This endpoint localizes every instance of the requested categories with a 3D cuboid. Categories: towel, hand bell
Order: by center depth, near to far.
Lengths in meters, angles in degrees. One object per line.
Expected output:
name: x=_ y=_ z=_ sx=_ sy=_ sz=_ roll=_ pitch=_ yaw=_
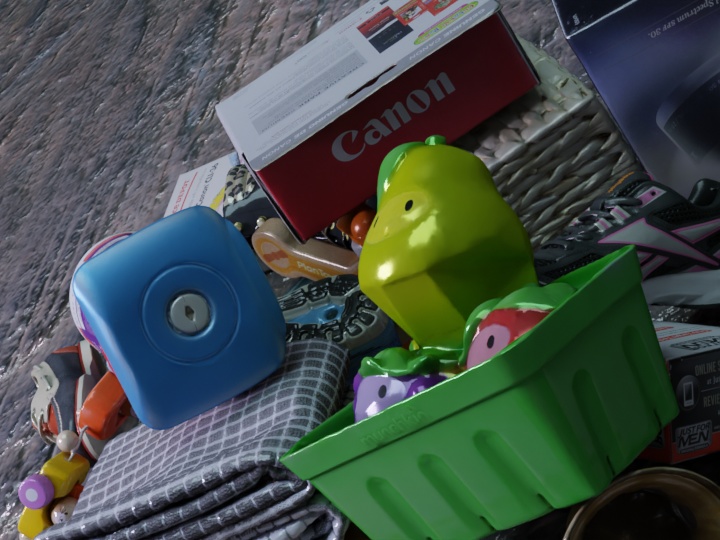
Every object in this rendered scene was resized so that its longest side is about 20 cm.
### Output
hand bell: x=0.130 y=0.134 z=0.951 sx=0.104 sy=0.104 sz=0.200 roll=-38 pitch=14 yaw=-3
towel: x=-0.095 y=0.132 z=1.043 sx=0.199 sy=0.086 sz=0.166 roll=-26 pitch=19 yaw=16

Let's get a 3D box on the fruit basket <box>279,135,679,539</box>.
fruit basket: x=0.049 y=0.032 z=0.910 sx=0.215 sy=0.216 sz=0.155 roll=-9 pitch=18 yaw=42

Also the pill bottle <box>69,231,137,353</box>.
pill bottle: x=-0.160 y=0.031 z=1.365 sx=0.111 sy=0.112 sz=0.200 roll=-43 pitch=20 yaw=-13

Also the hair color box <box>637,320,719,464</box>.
hair color box: x=0.140 y=0.064 z=0.998 sx=0.101 sy=0.062 sz=0.200 roll=-8 pitch=7 yaw=-37

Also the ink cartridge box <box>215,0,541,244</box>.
ink cartridge box: x=0.012 y=-0.116 z=1.166 sx=0.200 sy=0.084 sz=0.176 roll=-34 pitch=23 yaw=2

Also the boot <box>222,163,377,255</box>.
boot: x=-0.029 y=-0.030 z=1.329 sx=0.153 sy=0.074 sz=0.204 roll=-16 pitch=47 yaw=16

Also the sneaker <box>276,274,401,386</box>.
sneaker: x=-0.057 y=0.064 z=1.165 sx=0.199 sy=0.090 sz=0.079 roll=-5 pitch=47 yaw=35

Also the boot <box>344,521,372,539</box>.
boot: x=-0.024 y=0.187 z=1.039 sx=0.154 sy=0.074 sz=0.200 roll=-16 pitch=22 yaw=33

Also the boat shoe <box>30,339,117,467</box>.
boat shoe: x=-0.240 y=0.114 z=1.392 sx=0.062 sy=0.071 sz=0.200 roll=-21 pitch=21 yaw=-3

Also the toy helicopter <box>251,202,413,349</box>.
toy helicopter: x=0.000 y=0.000 z=1.183 sx=0.199 sy=0.132 sz=0.079 roll=20 pitch=58 yaw=34

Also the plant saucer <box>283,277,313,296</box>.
plant saucer: x=-0.080 y=0.069 z=1.341 sx=0.200 sy=0.019 sz=0.070 roll=-47 pitch=29 yaw=-20

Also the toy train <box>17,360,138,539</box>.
toy train: x=-0.191 y=0.154 z=1.228 sx=0.150 sy=0.055 sz=0.200 roll=-53 pitch=-13 yaw=-47

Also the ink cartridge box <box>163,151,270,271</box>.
ink cartridge box: x=-0.110 y=-0.049 z=1.503 sx=0.199 sy=0.068 sz=0.117 roll=-22 pitch=31 yaw=26

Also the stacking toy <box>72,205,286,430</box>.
stacking toy: x=-0.130 y=0.035 z=1.104 sx=0.110 sy=0.116 sz=0.200 roll=-28 pitch=3 yaw=-18

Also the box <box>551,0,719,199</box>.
box: x=0.255 y=-0.147 z=1.091 sx=0.200 sy=0.199 sz=0.123 roll=-29 pitch=30 yaw=15

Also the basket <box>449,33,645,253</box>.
basket: x=0.114 y=-0.074 z=1.224 sx=0.135 sy=0.124 sz=0.200 roll=-35 pitch=26 yaw=0

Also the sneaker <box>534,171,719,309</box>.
sneaker: x=0.154 y=-0.016 z=1.031 sx=0.199 sy=0.087 sz=0.080 roll=-9 pitch=6 yaw=-29
